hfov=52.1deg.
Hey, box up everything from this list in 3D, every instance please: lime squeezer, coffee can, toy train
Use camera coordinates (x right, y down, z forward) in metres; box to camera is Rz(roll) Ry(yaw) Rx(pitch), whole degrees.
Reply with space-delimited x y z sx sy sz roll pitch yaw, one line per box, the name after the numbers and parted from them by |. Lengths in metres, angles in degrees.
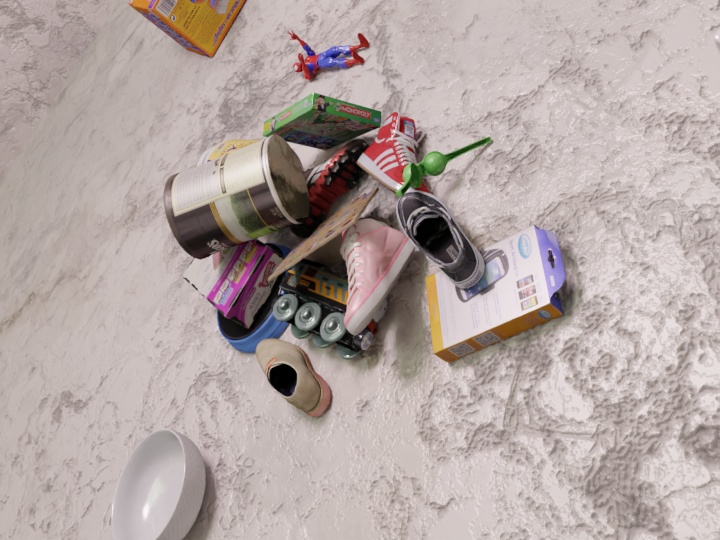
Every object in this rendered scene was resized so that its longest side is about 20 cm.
0.104 -0.153 1.070 0.198 0.038 0.070 -32 1 -31 | lime squeezer
-0.201 -0.119 1.211 0.196 0.147 0.149 -18 52 18 | coffee can
-0.049 0.055 1.123 0.197 0.085 0.116 18 70 38 | toy train

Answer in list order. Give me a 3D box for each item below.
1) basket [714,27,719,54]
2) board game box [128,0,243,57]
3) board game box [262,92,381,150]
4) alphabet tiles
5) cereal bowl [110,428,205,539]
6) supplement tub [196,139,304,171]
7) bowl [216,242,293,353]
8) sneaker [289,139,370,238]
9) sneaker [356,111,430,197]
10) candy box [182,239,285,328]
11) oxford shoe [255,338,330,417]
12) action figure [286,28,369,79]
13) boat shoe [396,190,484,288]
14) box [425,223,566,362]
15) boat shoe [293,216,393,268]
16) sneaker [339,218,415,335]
0.458 -0.156 0.655 0.160 0.199 0.200 -38 44 13 | basket
-0.452 -0.716 1.941 0.199 0.198 0.203 31 89 51 | board game box
-0.070 -0.252 1.271 0.198 0.132 0.030 -6 77 59 | board game box
-0.049 -0.063 1.130 0.165 0.008 0.200 -33 11 23 | alphabet tiles
-0.321 0.370 1.215 0.197 0.083 0.204 -25 51 33 | cereal bowl
-0.214 -0.174 1.396 0.198 0.144 0.148 11 74 48 | supplement tub
-0.184 0.044 1.311 0.198 0.039 0.205 -26 49 34 | bowl
-0.064 -0.157 1.287 0.201 0.070 0.098 -49 43 13 | sneaker
0.072 -0.179 1.162 0.114 0.071 0.200 -55 37 8 | sneaker
-0.224 -0.002 1.303 0.199 0.061 0.138 31 88 50 | candy box
-0.120 0.151 1.150 0.199 0.073 0.072 29 87 50 | oxford shoe
-0.085 -0.438 1.471 0.197 0.098 0.067 -3 62 47 | action figure
0.094 -0.056 1.000 0.072 0.067 0.201 -43 44 12 | boat shoe
0.176 0.027 0.950 0.197 0.041 0.122 -26 49 30 | box
-0.024 -0.046 1.181 0.197 0.072 0.060 -23 22 36 | boat shoe
0.000 0.000 1.041 0.201 0.103 0.076 -55 -4 -44 | sneaker
